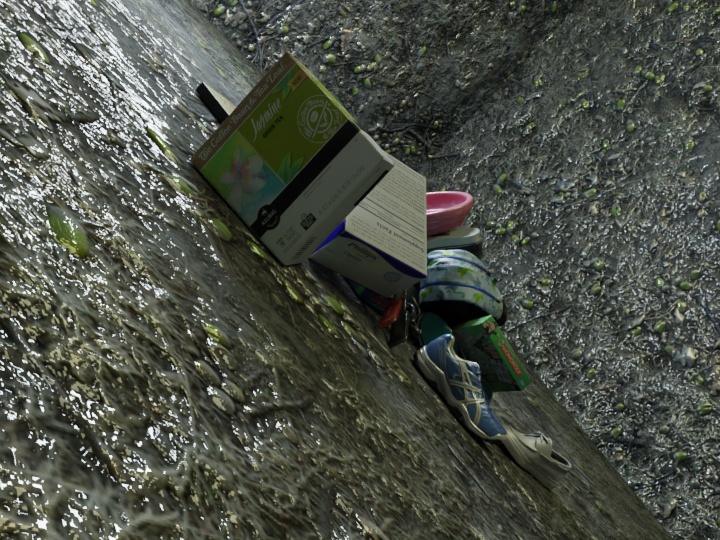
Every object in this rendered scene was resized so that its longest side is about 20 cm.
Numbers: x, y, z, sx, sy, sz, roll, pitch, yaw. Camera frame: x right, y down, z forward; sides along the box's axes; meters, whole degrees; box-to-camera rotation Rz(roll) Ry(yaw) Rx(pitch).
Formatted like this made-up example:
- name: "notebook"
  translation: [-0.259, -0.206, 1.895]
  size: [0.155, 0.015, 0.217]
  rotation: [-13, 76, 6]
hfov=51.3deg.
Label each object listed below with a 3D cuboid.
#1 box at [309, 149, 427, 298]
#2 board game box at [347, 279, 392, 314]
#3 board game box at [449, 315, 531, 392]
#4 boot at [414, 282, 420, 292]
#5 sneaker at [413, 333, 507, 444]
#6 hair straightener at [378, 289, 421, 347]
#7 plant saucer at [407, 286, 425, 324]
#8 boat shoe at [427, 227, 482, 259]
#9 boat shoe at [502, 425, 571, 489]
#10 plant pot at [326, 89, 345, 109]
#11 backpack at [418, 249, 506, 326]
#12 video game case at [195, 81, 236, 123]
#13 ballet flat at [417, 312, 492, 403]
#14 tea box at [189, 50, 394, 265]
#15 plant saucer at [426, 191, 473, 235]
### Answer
- name: "box"
  translation: [0.014, -0.090, 1.229]
  size: [0.182, 0.104, 0.204]
  rotation: [27, 51, -33]
- name: "board game box"
  translation: [0.000, 0.000, 1.371]
  size: [0.135, 0.034, 0.201]
  rotation: [38, 12, -48]
- name: "board game box"
  translation: [0.217, 0.158, 1.365]
  size: [0.136, 0.029, 0.200]
  rotation: [59, -21, -1]
- name: "boot"
  translation: [0.100, -0.035, 1.623]
  size: [0.071, 0.169, 0.202]
  rotation: [-9, 48, -24]
- name: "sneaker"
  translation: [0.172, 0.193, 1.214]
  size: [0.201, 0.077, 0.076]
  rotation: [50, 7, 9]
- name: "hair straightener"
  translation: [0.069, 0.079, 1.253]
  size: [0.078, 0.040, 0.201]
  rotation: [59, 14, -13]
- name: "plant saucer"
  translation: [0.084, 0.034, 1.505]
  size: [0.203, 0.038, 0.201]
  rotation: [56, 0, -1]
- name: "boat shoe"
  translation: [0.142, -0.037, 1.475]
  size: [0.071, 0.195, 0.065]
  rotation: [-57, 139, -64]
- name: "boat shoe"
  translation: [0.318, 0.327, 1.358]
  size: [0.200, 0.068, 0.072]
  rotation: [43, 9, -27]
- name: "plant pot"
  translation: [-0.090, -0.211, 1.413]
  size: [0.201, 0.200, 0.196]
  rotation: [49, 1, 20]
- name: "backpack"
  translation: [0.182, 0.041, 1.420]
  size: [0.160, 0.158, 0.199]
  rotation: [4, 1, 27]
- name: "video game case"
  translation: [-0.228, -0.273, 1.511]
  size: [0.201, 0.025, 0.180]
  rotation: [52, 9, 20]
- name: "ballet flat"
  translation: [0.165, 0.169, 1.377]
  size: [0.201, 0.069, 0.069]
  rotation: [52, 9, 5]
- name: "tea box"
  translation: [-0.089, -0.150, 1.043]
  size: [0.197, 0.200, 0.134]
  rotation: [46, 9, 5]
- name: "plant saucer"
  translation: [0.132, -0.113, 1.521]
  size: [0.201, 0.195, 0.052]
  rotation: [-102, -178, -74]
